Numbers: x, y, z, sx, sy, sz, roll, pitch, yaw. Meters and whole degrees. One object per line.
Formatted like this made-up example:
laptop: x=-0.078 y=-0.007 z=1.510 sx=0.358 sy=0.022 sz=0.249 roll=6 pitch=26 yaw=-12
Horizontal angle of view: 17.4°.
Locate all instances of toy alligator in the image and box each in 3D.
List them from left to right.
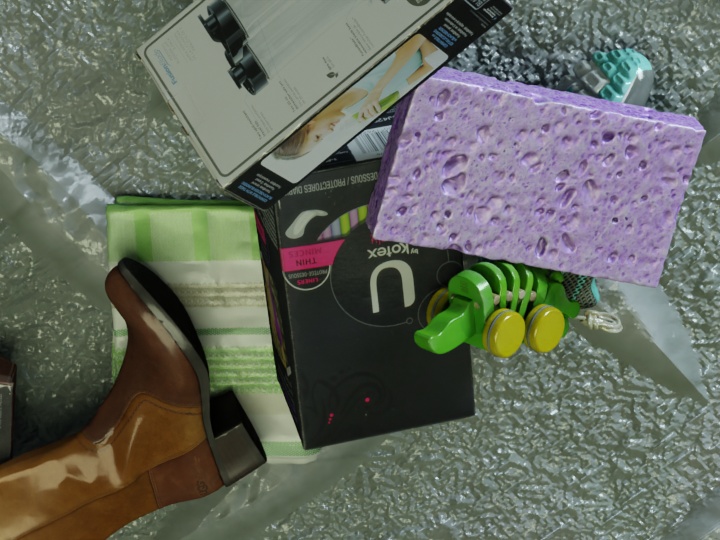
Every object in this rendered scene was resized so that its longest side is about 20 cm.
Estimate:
toy alligator: x=0.107 y=0.018 z=1.515 sx=0.059 sy=0.200 sz=0.054 roll=22 pitch=109 yaw=40

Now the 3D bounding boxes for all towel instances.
towel: x=-0.100 y=0.042 z=1.639 sx=0.149 sy=0.031 sz=0.200 roll=0 pitch=115 yaw=0

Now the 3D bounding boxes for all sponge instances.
sponge: x=0.111 y=-0.058 z=1.476 sx=0.200 sy=0.030 sz=0.112 roll=10 pitch=111 yaw=-18

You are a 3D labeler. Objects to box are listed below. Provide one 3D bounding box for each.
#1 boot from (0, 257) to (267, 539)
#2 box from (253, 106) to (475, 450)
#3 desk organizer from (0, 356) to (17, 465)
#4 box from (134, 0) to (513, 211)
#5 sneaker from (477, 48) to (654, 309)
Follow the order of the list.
boot: x=-0.190 y=0.105 z=1.608 sx=0.200 sy=0.069 sz=0.188 roll=-27 pitch=124 yaw=2
box: x=0.000 y=0.000 z=1.551 sx=0.122 sy=0.106 sz=0.200 roll=-11 pitch=117 yaw=-9
desk organizer: x=-0.278 y=0.145 z=1.669 sx=0.072 sy=0.077 sz=0.200 roll=6 pitch=117 yaw=-1
box: x=-0.024 y=-0.144 z=1.412 sx=0.200 sy=0.060 sz=0.117 roll=-39 pitch=65 yaw=11
sneaker: x=0.153 y=-0.056 z=1.558 sx=0.091 sy=0.078 sz=0.200 roll=14 pitch=121 yaw=-22
